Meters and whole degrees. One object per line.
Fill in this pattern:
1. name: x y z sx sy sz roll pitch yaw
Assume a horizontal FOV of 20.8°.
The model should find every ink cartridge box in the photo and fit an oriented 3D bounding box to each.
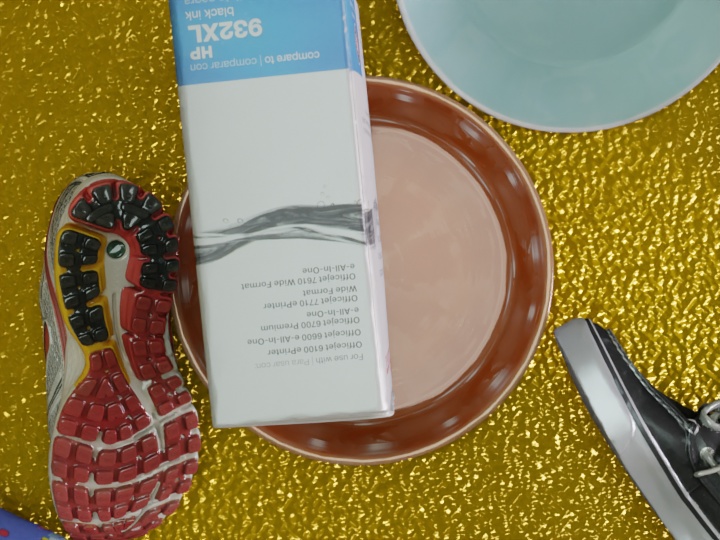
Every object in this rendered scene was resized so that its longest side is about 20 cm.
1. ink cartridge box: -0.034 -0.032 0.935 0.083 0.145 0.201 -6 91 2

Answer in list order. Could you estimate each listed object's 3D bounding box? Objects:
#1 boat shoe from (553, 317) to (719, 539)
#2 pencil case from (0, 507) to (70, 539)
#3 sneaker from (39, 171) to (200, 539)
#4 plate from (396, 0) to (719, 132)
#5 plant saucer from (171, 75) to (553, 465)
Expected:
1. boat shoe: 0.174 0.098 1.001 0.068 0.074 0.200 -35 91 5
2. pencil case: -0.224 0.148 0.999 0.199 0.078 0.087 23 51 3
3. sneaker: -0.126 0.045 1.010 0.078 0.082 0.201 -1 106 -19
4. plate: 0.111 -0.169 1.001 0.199 0.026 0.201 -3 109 -8
5. plant saucer: 0.000 0.000 1.023 0.199 0.032 0.201 0 90 1
